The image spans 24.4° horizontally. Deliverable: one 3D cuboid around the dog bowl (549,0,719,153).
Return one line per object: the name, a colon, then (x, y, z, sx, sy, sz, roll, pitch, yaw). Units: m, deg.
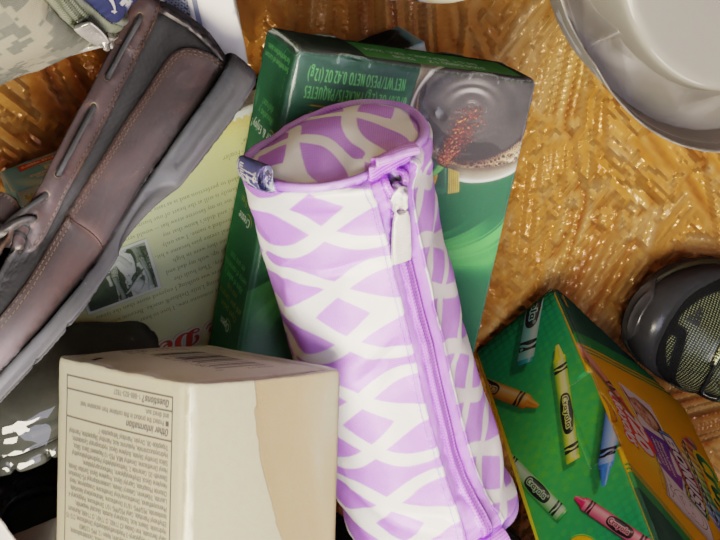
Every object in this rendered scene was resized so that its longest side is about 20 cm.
dog bowl: (0.176, -0.162, 0.803, 0.198, 0.059, 0.202, -8, 112, -21)

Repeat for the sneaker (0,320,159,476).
sneaker: (-0.184, 0.040, 0.698, 0.198, 0.076, 0.092, -11, 105, -5)

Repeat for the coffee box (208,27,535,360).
coffee box: (0.000, 0.000, 0.751, 0.122, 0.044, 0.202, 5, 108, -26)

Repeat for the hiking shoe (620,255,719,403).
hiking shoe: (0.230, 0.053, 0.880, 0.199, 0.101, 0.076, 19, 100, -28)

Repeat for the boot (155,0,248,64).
boot: (-0.113, -0.161, 0.682, 0.089, 0.073, 0.202, -18, 113, -1)

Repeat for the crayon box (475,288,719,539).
crayon box: (0.130, 0.113, 0.800, 0.058, 0.201, 0.119, -40, 121, 17)

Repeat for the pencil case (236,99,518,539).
pencil case: (0.013, 0.027, 0.691, 0.084, 0.085, 0.202, -35, 124, -32)

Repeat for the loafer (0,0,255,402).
loafer: (-0.121, -0.023, 0.647, 0.063, 0.072, 0.201, 43, 68, -15)

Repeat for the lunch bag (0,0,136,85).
lunch bag: (-0.195, -0.123, 0.594, 0.198, 0.140, 0.168, -21, 134, 10)

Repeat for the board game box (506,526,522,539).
board game box: (0.121, 0.209, 0.833, 0.061, 0.200, 0.201, -37, 119, -6)

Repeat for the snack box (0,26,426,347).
snack box: (-0.052, -0.023, 0.767, 0.198, 0.037, 0.117, -21, 116, -15)

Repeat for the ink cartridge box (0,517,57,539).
ink cartridge box: (-0.211, 0.154, 0.714, 0.198, 0.045, 0.177, -23, 117, 14)

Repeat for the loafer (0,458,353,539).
loafer: (-0.083, 0.132, 0.791, 0.199, 0.070, 0.069, 14, 103, -27)

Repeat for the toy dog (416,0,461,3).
toy dog: (0.011, -0.206, 0.686, 0.138, 0.194, 0.202, -4, 119, 26)

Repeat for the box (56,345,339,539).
box: (-0.067, 0.136, 0.662, 0.077, 0.094, 0.202, -2, 97, -42)
